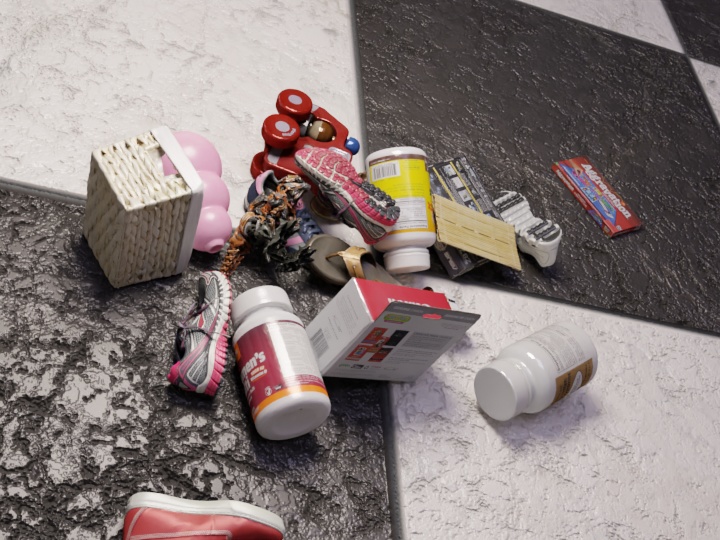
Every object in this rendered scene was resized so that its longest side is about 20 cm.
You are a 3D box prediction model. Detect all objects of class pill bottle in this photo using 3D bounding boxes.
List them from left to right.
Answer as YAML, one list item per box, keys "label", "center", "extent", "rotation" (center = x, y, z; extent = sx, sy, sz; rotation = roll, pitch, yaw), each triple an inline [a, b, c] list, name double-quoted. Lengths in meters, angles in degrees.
- label: "pill bottle"
  center: [-0.120, 0.128, 1.369]
  extent: [0.109, 0.110, 0.201]
  rotation: [-2, 52, -29]
- label: "pill bottle"
  center: [0.070, -0.100, 1.634]
  extent: [0.108, 0.109, 0.202]
  rotation: [-2, 82, -29]
- label: "pill bottle"
  center: [0.279, 0.164, 1.543]
  extent: [0.199, 0.115, 0.115]
  rotation: [-20, 62, -38]

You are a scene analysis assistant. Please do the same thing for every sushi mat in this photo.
- label: "sushi mat"
  center: [0.204, -0.066, 1.689]
  extent: [0.199, 0.012, 0.097]
  rotation: [18, 56, -34]

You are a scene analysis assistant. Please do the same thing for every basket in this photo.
- label: "basket"
  center: [-0.320, -0.088, 1.398]
  extent: [0.123, 0.201, 0.136]
  rotation: [-19, 61, -33]

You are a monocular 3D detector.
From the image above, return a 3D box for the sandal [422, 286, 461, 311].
- label: "sandal"
  center: [0.099, 0.051, 1.556]
  extent: [0.205, 0.079, 0.060]
  rotation: [13, 74, -25]

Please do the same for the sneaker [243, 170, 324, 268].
- label: "sneaker"
  center: [-0.106, -0.080, 1.583]
  extent: [0.200, 0.082, 0.070]
  rotation: [40, 45, 6]

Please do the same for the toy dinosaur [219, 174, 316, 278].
- label: "toy dinosaur"
  center: [-0.145, -0.058, 1.513]
  extent: [0.135, 0.201, 0.102]
  rotation: [35, 9, 36]

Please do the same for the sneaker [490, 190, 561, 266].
- label: "sneaker"
  center: [0.302, -0.079, 1.810]
  extent: [0.075, 0.082, 0.200]
  rotation: [-25, 43, -12]

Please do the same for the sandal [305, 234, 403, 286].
- label: "sandal"
  center: [0.000, 0.000, 1.562]
  extent: [0.199, 0.055, 0.082]
  rotation: [34, 53, -15]

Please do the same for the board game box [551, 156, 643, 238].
- label: "board game box"
  center: [0.494, -0.156, 2.012]
  extent: [0.102, 0.020, 0.201]
  rotation: [-14, 59, -38]

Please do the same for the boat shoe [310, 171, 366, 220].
- label: "boat shoe"
  center: [-0.004, -0.144, 1.704]
  extent: [0.199, 0.068, 0.072]
  rotation: [-19, 62, -38]

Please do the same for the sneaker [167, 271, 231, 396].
- label: "sneaker"
  center: [-0.227, 0.080, 1.378]
  extent: [0.074, 0.081, 0.201]
  rotation: [12, 47, -15]

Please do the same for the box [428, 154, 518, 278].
- label: "box"
  center: [0.178, -0.101, 1.743]
  extent: [0.160, 0.049, 0.201]
  rotation: [-22, 78, -43]

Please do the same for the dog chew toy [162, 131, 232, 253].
- label: "dog chew toy"
  center: [-0.262, -0.118, 1.516]
  extent: [0.124, 0.125, 0.201]
  rotation: [-10, 65, -34]

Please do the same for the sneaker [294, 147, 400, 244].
- label: "sneaker"
  center: [-0.033, -0.123, 1.560]
  extent: [0.200, 0.075, 0.081]
  rotation: [42, 36, 10]

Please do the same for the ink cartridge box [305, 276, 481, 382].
- label: "ink cartridge box"
  center: [0.049, 0.079, 1.421]
  extent: [0.199, 0.176, 0.084]
  rotation: [10, 44, -44]

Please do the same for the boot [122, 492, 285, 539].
- label: "boot"
  center: [-0.191, 0.353, 1.162]
  extent: [0.198, 0.073, 0.145]
  rotation: [8, 48, -11]

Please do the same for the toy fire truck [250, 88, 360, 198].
- label: "toy fire truck"
  center: [-0.090, -0.216, 1.686]
  extent: [0.167, 0.113, 0.201]
  rotation: [23, 45, -3]
